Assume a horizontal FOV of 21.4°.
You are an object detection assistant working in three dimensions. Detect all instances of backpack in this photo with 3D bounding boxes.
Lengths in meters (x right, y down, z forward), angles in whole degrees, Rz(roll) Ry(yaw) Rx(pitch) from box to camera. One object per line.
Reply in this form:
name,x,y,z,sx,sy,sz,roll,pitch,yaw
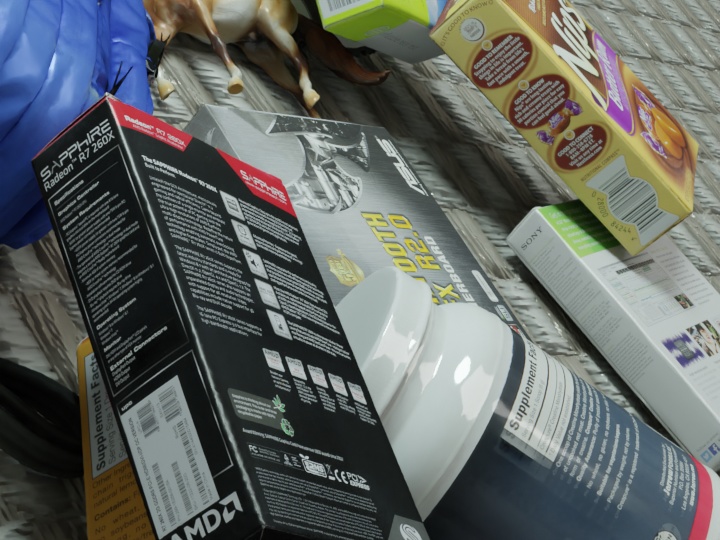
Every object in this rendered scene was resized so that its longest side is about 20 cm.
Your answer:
backpack,-0.175,-0.094,0.844,0.168,0.163,0.200,33,28,-23

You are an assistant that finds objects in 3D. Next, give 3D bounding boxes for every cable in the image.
cable,-0.195,0.039,0.780,0.200,0.050,0.097,29,21,-48

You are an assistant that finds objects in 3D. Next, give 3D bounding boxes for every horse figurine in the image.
horse figurine,-0.076,-0.148,1.164,0.200,0.050,0.133,10,46,-44

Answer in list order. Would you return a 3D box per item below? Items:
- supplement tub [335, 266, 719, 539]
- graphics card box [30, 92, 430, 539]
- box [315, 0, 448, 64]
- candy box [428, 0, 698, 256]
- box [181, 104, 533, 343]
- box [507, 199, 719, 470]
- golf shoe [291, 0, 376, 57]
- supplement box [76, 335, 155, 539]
supplement tub,0.060,0.104,0.883,0.200,0.140,0.140,35,29,-12
graphics card box,-0.050,0.036,0.757,0.125,0.051,0.200,25,35,-54
box,0.012,-0.205,1.232,0.200,0.048,0.122,5,68,-71
candy box,0.137,-0.116,1.251,0.200,0.056,0.117,44,26,-11
box,0.000,0.000,1.052,0.158,0.048,0.200,4,45,-50
box,0.199,0.034,1.256,0.200,0.036,0.144,52,29,15
golf shoe,-0.049,-0.213,1.243,0.200,0.095,0.078,28,29,-28
supplement box,-0.069,0.101,0.783,0.067,0.069,0.200,43,26,-39
